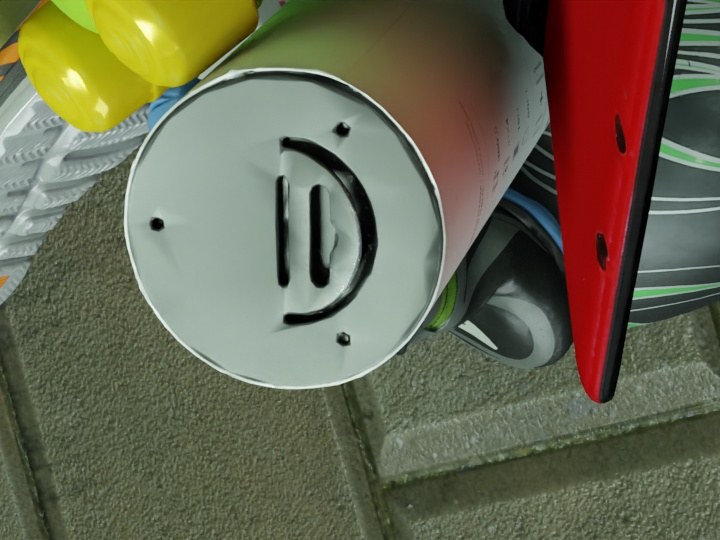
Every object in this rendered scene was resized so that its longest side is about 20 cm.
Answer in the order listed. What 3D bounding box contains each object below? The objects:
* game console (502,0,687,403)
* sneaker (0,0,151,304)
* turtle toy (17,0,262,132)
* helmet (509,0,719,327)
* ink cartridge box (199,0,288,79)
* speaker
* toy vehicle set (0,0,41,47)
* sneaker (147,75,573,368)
[{"bbox_3d":[0.096,-0.094,0.673,0.172,0.119,0.200,-30,155,-17],"label":"game console"},{"bbox_3d":[-0.127,-0.069,0.909,0.077,0.112,0.200,-12,155,-50],"label":"sneaker"},{"bbox_3d":[-0.030,-0.121,0.715,0.146,0.101,0.200,-40,-173,-18],"label":"turtle toy"},{"bbox_3d":[0.077,-0.069,1.050,0.199,0.201,0.190,-15,167,34],"label":"helmet"},{"bbox_3d":[0.021,-0.115,1.293,0.199,0.145,0.084,-16,147,-27],"label":"ink cartridge box"},{"bbox_3d":[0.004,-0.038,0.763,0.081,0.082,0.200,-15,-166,18],"label":"speaker"},{"bbox_3d":[-0.133,-0.092,0.842,0.124,0.027,0.200,-14,-155,25],"label":"toy vehicle set"},{"bbox_3d":[0.000,0.000,0.921,0.071,0.083,0.199,-6,162,36],"label":"sneaker"}]
